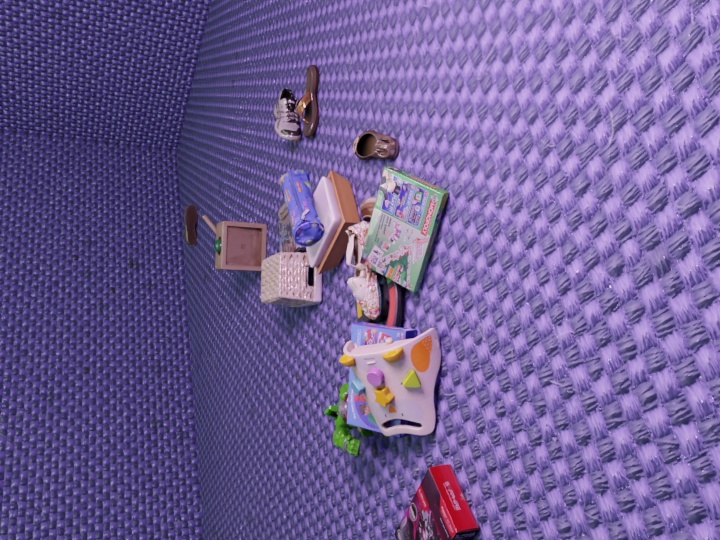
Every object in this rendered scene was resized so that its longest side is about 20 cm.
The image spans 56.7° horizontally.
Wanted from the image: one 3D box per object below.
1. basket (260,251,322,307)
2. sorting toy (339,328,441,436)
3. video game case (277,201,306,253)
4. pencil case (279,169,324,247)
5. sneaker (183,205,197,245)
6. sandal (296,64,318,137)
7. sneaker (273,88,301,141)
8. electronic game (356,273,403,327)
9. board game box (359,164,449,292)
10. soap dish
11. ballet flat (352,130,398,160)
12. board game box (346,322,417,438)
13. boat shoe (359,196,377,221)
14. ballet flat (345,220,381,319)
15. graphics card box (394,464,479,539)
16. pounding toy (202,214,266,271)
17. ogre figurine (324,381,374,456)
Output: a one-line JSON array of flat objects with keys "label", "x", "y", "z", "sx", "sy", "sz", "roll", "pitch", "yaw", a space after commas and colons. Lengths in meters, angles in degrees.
[{"label": "basket", "x": -0.193, "y": 0.026, "z": 1.829, "sx": 0.199, "sy": 0.120, "sz": 0.140, "roll": 164, "pitch": 108, "yaw": -65}, {"label": "sorting toy", "x": 0.061, "y": 0.220, "z": 1.233, "sx": 0.196, "sy": 0.106, "sz": 0.184, "roll": -13, "pitch": 101, "yaw": 35}, {"label": "video game case", "x": -0.207, "y": -0.122, "z": 1.989, "sx": 0.199, "sy": 0.025, "sz": 0.186, "roll": 148, "pitch": 120, "yaw": -61}, {"label": "pencil case", "x": -0.140, "y": -0.153, "z": 1.585, "sx": 0.088, "sy": 0.076, "sz": 0.203, "roll": 76, "pitch": 177, "yaw": -53}, {"label": "sneaker", "x": -0.887, "y": -0.231, "z": 3.452, "sx": 0.089, "sy": 0.066, "sz": 0.207, "roll": -4, "pitch": 87, "yaw": 60}, {"label": "sandal", "x": -0.151, "y": -0.473, "z": 1.859, "sx": 0.081, "sy": 0.053, "sz": 0.206, "roll": -174, "pitch": 87, "yaw": -65}, {"label": "sneaker", "x": -0.217, "y": -0.466, "z": 1.980, "sx": 0.203, "sy": 0.074, "sz": 0.089, "roll": -112, "pitch": 34, "yaw": -41}, {"label": "electronic game", "x": 0.037, "y": 0.069, "z": 1.413, "sx": 0.199, "sy": 0.041, "sz": 0.206, "roll": -177, "pitch": 90, "yaw": -66}, {"label": "board game box", "x": 0.079, "y": -0.078, "z": 1.264, "sx": 0.133, "sy": 0.029, "sz": 0.204, "roll": 28, "pitch": 118, "yaw": 25}, {"label": "soap dish", "x": -0.072, "y": -0.114, "z": 1.623, "sx": 0.201, "sy": 0.079, "sz": 0.160, "roll": 121, "pitch": 143, "yaw": -46}, {"label": "ballet flat", "x": 0.023, "y": -0.274, "z": 1.467, "sx": 0.199, "sy": 0.045, "sz": 0.069, "roll": -149, "pitch": 65, "yaw": -63}, {"label": "board game box", "x": 0.041, "y": 0.212, "z": 1.319, "sx": 0.132, "sy": 0.044, "sz": 0.206, "roll": 5, "pitch": 93, "yaw": 37}, {"label": "boat shoe", "x": 0.054, "y": -0.114, "z": 1.356, "sx": 0.199, "sy": 0.074, "sz": 0.074, "roll": 169, "pitch": 100, "yaw": -67}, {"label": "ballet flat", "x": 0.000, "y": 0.000, "z": 1.374, "sx": 0.075, "sy": 0.062, "sz": 0.206, "roll": -18, "pitch": 75, "yaw": 58}, {"label": "graphics card box", "x": 0.128, "y": 0.456, "z": 1.168, "sx": 0.127, "sy": 0.050, "sz": 0.203, "roll": -116, "pitch": 36, "yaw": -46}, {"label": "pounding toy", "x": -0.435, "y": -0.095, "z": 2.284, "sx": 0.141, "sy": 0.195, "sz": 0.190, "roll": 178, "pitch": 94, "yaw": -65}, {"label": "ogre figurine", "x": -0.018, "y": 0.303, "z": 1.448, "sx": 0.120, "sy": 0.096, "sz": 0.205, "roll": -40, "pitch": 54, "yaw": 55}]
